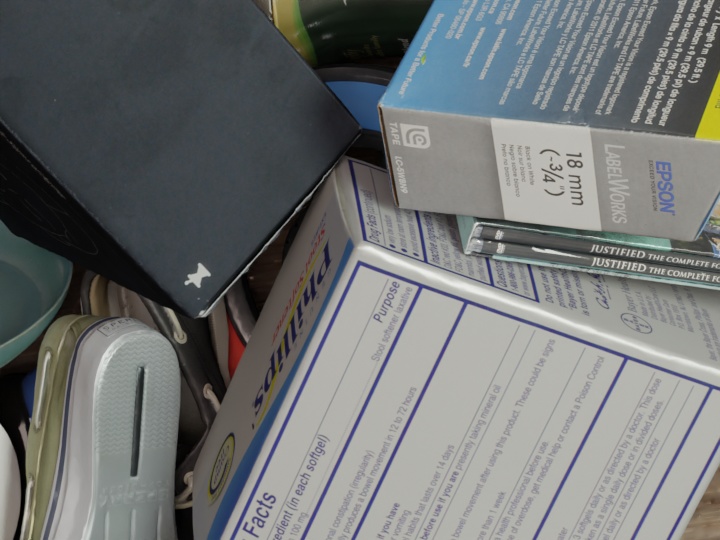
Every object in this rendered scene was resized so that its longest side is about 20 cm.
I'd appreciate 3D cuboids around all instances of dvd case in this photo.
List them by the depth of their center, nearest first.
[{"bbox_3d":[0.135,-0.044,1.282,0.200,0.146,0.022,8,127,-14],"label":"dvd case"}]

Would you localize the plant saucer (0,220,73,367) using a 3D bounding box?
[{"bbox_3d":[-0.236,0.020,1.353,0.200,0.200,0.027,0,117,9],"label":"plant saucer"}]

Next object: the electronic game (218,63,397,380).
[{"bbox_3d":[0.000,0.000,1.353,0.200,0.042,0.200,5,107,19],"label":"electronic game"}]

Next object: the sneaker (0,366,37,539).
[{"bbox_3d":[-0.138,0.145,1.388,0.078,0.070,0.200,-28,81,18],"label":"sneaker"}]

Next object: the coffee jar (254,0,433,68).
[{"bbox_3d":[0.025,-0.147,1.355,0.200,0.085,0.104,-4,84,10],"label":"coffee jar"}]

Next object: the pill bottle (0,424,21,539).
[{"bbox_3d":[-0.268,0.105,1.356,0.200,0.113,0.113,0,88,30],"label":"pill bottle"}]

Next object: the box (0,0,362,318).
[{"bbox_3d":[-0.139,-0.101,1.271,0.124,0.197,0.200,-49,122,-10],"label":"box"}]

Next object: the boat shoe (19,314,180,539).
[{"bbox_3d":[-0.125,0.117,1.322,0.062,0.072,0.200,17,101,52],"label":"boat shoe"}]

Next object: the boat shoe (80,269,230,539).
[{"bbox_3d":[-0.085,0.080,1.361,0.074,0.060,0.200,-7,100,30],"label":"boat shoe"}]

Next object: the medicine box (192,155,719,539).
[{"bbox_3d":[0.048,0.073,1.279,0.200,0.103,0.182,19,113,-13],"label":"medicine box"}]

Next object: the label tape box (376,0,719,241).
[{"bbox_3d":[0.125,-0.082,1.208,0.200,0.144,0.063,7,133,20],"label":"label tape box"}]
